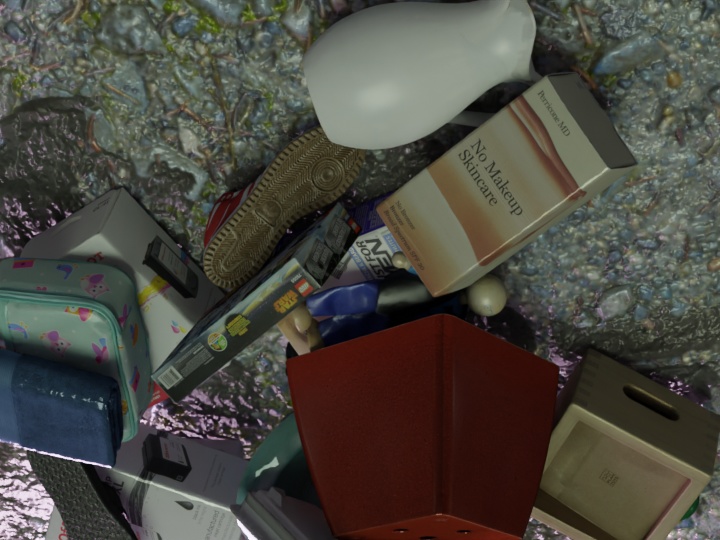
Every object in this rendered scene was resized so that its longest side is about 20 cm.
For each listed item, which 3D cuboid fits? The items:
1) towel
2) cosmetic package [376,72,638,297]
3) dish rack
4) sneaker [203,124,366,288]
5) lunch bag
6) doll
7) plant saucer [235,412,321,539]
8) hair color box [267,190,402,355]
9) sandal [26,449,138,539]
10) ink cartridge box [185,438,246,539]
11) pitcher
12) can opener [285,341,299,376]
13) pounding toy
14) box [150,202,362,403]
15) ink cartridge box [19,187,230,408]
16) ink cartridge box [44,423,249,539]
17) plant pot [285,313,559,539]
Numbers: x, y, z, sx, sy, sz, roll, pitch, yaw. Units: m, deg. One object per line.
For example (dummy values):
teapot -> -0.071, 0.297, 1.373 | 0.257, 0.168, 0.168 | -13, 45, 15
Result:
towel -> -0.322, 0.121, 1.418 | 0.199, 0.049, 0.112 | 13, 133, 9
cosmetic package -> 0.126, -0.074, 1.298 | 0.200, 0.087, 0.104 | -38, 80, 26
dish rack -> -0.020, 0.274, 1.439 | 0.171, 0.200, 0.044 | 25, 95, -38
sneaker -> -0.079, -0.072, 1.429 | 0.200, 0.112, 0.071 | -45, 103, 0
lunch bag -> -0.293, 0.083, 1.461 | 0.160, 0.077, 0.201 | 5, 130, 9
doll -> 0.043, 0.036, 1.418 | 0.199, 0.049, 0.137 | -11, 134, 14
plant saucer -> -0.038, 0.219, 1.553 | 0.200, 0.027, 0.201 | -22, 131, -28
hair color box -> 0.000, 0.000, 1.467 | 0.199, 0.065, 0.109 | -21, 122, 24
sandal -> -0.272, 0.240, 1.519 | 0.075, 0.048, 0.201 | -10, 115, 19
ink cartridge box -> -0.189, 0.255, 1.686 | 0.115, 0.068, 0.201 | 2, 126, 7
pitcher -> 0.063, -0.165, 1.308 | 0.199, 0.122, 0.172 | -17, 139, 8
can opener -> 0.019, 0.094, 1.548 | 0.199, 0.079, 0.064 | 0, 89, 5
pounding toy -> 0.281, 0.205, 1.551 | 0.199, 0.142, 0.184 | 27, 127, 1
box -> -0.095, 0.030, 1.381 | 0.200, 0.137, 0.040 | -38, 99, 28
ink cartridge box -> -0.239, 0.035, 1.518 | 0.147, 0.086, 0.200 | -28, 120, 28
ink cartridge box -> -0.224, 0.252, 1.595 | 0.199, 0.084, 0.145 | 20, 125, -3
plant pot -> 0.062, 0.172, 1.422 | 0.200, 0.177, 0.200 | -18, 151, 36
